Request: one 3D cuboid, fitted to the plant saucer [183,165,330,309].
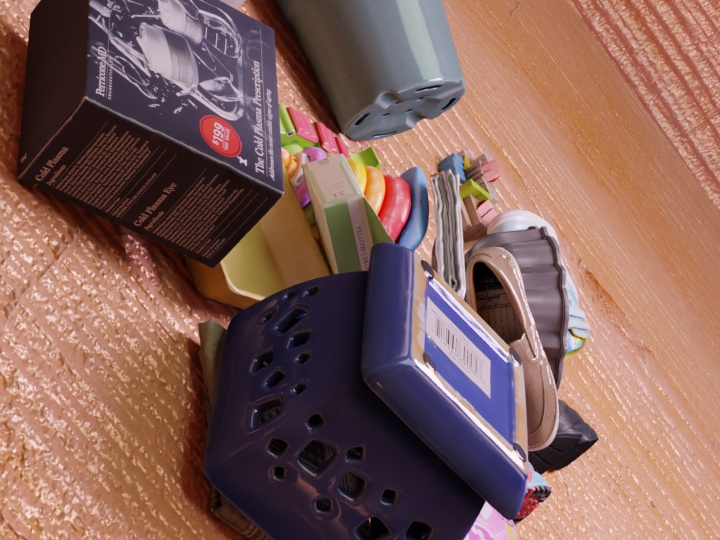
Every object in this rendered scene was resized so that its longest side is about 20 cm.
[{"bbox_3d":[-0.108,-0.037,1.608,0.200,0.048,0.201,20,41,-57],"label":"plant saucer"}]

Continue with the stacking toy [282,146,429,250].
[{"bbox_3d":[-0.039,-0.077,1.776,0.199,0.110,0.117,31,40,-27],"label":"stacking toy"}]

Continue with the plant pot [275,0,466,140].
[{"bbox_3d":[0.017,-0.263,2.054,0.200,0.199,0.197,9,58,-63],"label":"plant pot"}]

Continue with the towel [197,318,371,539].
[{"bbox_3d":[-0.060,0.155,1.465,0.192,0.034,0.201,37,30,-36],"label":"towel"}]

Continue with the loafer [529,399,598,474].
[{"bbox_3d":[0.195,0.172,1.969,0.072,0.073,0.200,52,9,14],"label":"loafer"}]

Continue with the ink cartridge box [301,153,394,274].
[{"bbox_3d":[0.000,0.000,1.654,0.200,0.048,0.147,-114,-170,-61],"label":"ink cartridge box"}]

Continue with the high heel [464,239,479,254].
[{"bbox_3d":[0.148,0.041,2.093,0.200,0.071,0.144,-83,160,-79],"label":"high heel"}]

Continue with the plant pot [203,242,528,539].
[{"bbox_3d":[0.016,0.110,1.402,0.200,0.179,0.201,45,26,-23],"label":"plant pot"}]

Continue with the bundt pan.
[{"bbox_3d":[0.144,0.053,1.889,0.075,0.203,0.203,2,44,-15],"label":"bundt pan"}]

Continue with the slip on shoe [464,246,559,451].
[{"bbox_3d":[0.141,0.077,1.770,0.061,0.075,0.202,-9,88,-76],"label":"slip on shoe"}]

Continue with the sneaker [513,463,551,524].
[{"bbox_3d":[0.103,0.188,1.743,0.096,0.079,0.200,52,9,27],"label":"sneaker"}]

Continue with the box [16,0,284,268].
[{"bbox_3d":[-0.164,-0.134,1.461,0.181,0.104,0.201,24,40,-29],"label":"box"}]

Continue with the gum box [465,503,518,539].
[{"bbox_3d":[0.089,0.262,1.578,0.113,0.066,0.201,37,27,-39],"label":"gum box"}]

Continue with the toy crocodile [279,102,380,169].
[{"bbox_3d":[-0.051,-0.123,1.846,0.200,0.062,0.068,29,33,-50],"label":"toy crocodile"}]

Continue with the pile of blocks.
[{"bbox_3d":[0.136,-0.109,2.254,0.082,0.062,0.201,47,22,-24],"label":"pile of blocks"}]

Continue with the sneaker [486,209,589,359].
[{"bbox_3d":[0.217,0.027,2.181,0.200,0.079,0.131,52,19,-41],"label":"sneaker"}]

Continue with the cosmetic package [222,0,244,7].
[{"bbox_3d":[-0.176,-0.325,1.812,0.200,0.101,0.072,23,37,-58],"label":"cosmetic package"}]

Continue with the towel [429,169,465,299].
[{"bbox_3d":[0.083,0.015,1.827,0.201,0.030,0.150,90,0,-58],"label":"towel"}]
